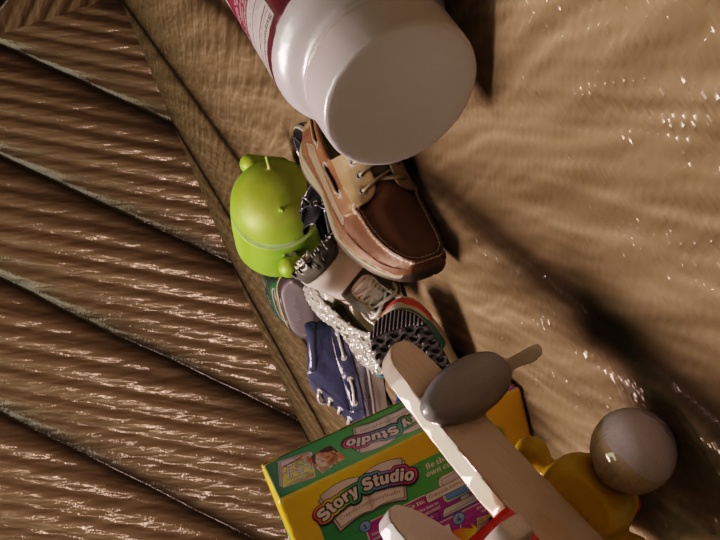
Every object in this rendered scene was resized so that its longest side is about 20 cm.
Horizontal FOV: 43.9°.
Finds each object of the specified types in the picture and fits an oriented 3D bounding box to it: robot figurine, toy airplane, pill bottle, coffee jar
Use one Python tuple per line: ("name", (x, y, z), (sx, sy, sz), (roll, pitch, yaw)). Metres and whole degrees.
("robot figurine", (-0.108, -0.065, 1.146), (0.200, 0.115, 0.177), (99, 152, -68))
("toy airplane", (0.104, 0.127, 0.467), (0.200, 0.141, 0.199), (38, -168, -18))
("pill bottle", (-0.017, -0.165, 0.555), (0.115, 0.113, 0.201), (83, 161, -51))
("coffee jar", (-0.085, 0.036, 1.304), (0.200, 0.085, 0.105), (-155, 47, -75))

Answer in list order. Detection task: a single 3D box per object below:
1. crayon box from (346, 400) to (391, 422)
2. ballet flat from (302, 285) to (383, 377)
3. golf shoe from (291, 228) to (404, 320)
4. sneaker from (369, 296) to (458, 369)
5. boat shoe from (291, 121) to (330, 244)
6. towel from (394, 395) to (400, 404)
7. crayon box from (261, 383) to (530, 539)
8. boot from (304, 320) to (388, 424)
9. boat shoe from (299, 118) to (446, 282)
("crayon box", (0.041, 0.258, 1.215), (0.126, 0.051, 0.201), (89, 157, -60))
("ballet flat", (-0.004, 0.040, 1.005), (0.200, 0.071, 0.072), (44, 154, 46))
("golf shoe", (0.000, 0.000, 0.830), (0.088, 0.077, 0.200), (45, -171, 9))
("sneaker", (0.075, 0.111, 0.799), (0.201, 0.070, 0.093), (62, -164, -11))
("boat shoe", (-0.038, -0.065, 0.965), (0.075, 0.062, 0.201), (130, 119, -79))
("towel", (0.079, 0.208, 0.852), (0.201, 0.024, 0.147), (63, -168, -14))
("crayon box", (0.045, 0.192, 0.705), (0.058, 0.199, 0.174), (-140, 30, -65))
("boot", (-0.013, 0.151, 1.070), (0.073, 0.089, 0.202), (-86, -11, -83))
("boat shoe", (0.003, -0.074, 0.736), (0.200, 0.075, 0.074), (52, 152, 37))
